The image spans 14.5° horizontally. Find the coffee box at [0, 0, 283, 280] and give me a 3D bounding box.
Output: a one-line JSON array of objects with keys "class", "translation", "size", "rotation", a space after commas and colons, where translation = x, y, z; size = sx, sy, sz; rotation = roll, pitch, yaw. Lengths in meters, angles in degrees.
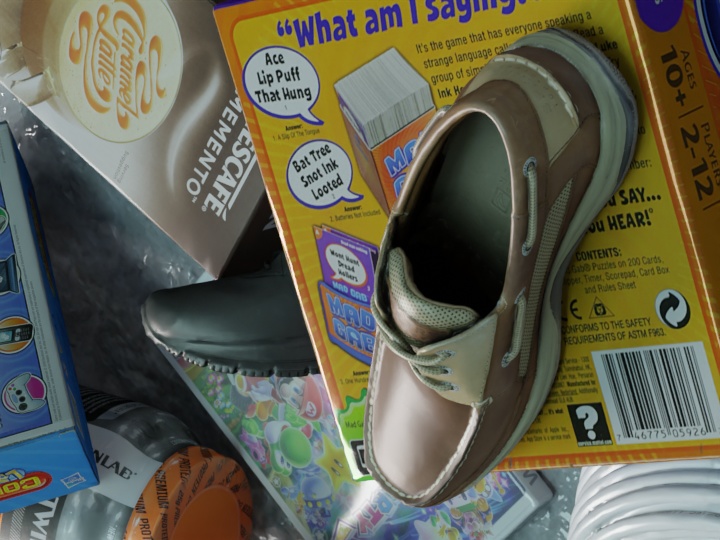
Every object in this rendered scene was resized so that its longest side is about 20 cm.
[{"class": "coffee box", "translation": [-0.089, -0.105, 1.328], "size": [0.200, 0.080, 0.115], "rotation": [41, 121, 21]}]

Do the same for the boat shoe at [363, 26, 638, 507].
[{"class": "boat shoe", "translation": [0.032, 0.005, 1.009], "size": [0.076, 0.072, 0.200], "rotation": [34, 127, 26]}]

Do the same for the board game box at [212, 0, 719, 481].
[{"class": "board game box", "translation": [0.101, -0.049, 1.114], "size": [0.200, 0.200, 0.200], "rotation": [-7, 103, 43]}]

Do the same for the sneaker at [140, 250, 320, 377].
[{"class": "sneaker", "translation": [0.000, 0.000, 1.271], "size": [0.076, 0.199, 0.091], "rotation": [-127, 32, -82]}]

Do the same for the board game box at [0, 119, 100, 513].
[{"class": "board game box", "translation": [-0.246, 0.041, 1.416], "size": [0.056, 0.195, 0.200], "rotation": [75, 179, -54]}]

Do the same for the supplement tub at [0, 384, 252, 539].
[{"class": "supplement tub", "translation": [-0.163, 0.117, 1.465], "size": [0.200, 0.122, 0.123], "rotation": [14, 117, 29]}]

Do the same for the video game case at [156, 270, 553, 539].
[{"class": "video game case", "translation": [-0.008, 0.070, 1.389], "size": [0.200, 0.018, 0.143], "rotation": [52, 133, 11]}]

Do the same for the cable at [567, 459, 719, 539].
[{"class": "cable", "translation": [0.182, 0.123, 1.150], "size": [0.199, 0.069, 0.200], "rotation": [2, 146, 28]}]
